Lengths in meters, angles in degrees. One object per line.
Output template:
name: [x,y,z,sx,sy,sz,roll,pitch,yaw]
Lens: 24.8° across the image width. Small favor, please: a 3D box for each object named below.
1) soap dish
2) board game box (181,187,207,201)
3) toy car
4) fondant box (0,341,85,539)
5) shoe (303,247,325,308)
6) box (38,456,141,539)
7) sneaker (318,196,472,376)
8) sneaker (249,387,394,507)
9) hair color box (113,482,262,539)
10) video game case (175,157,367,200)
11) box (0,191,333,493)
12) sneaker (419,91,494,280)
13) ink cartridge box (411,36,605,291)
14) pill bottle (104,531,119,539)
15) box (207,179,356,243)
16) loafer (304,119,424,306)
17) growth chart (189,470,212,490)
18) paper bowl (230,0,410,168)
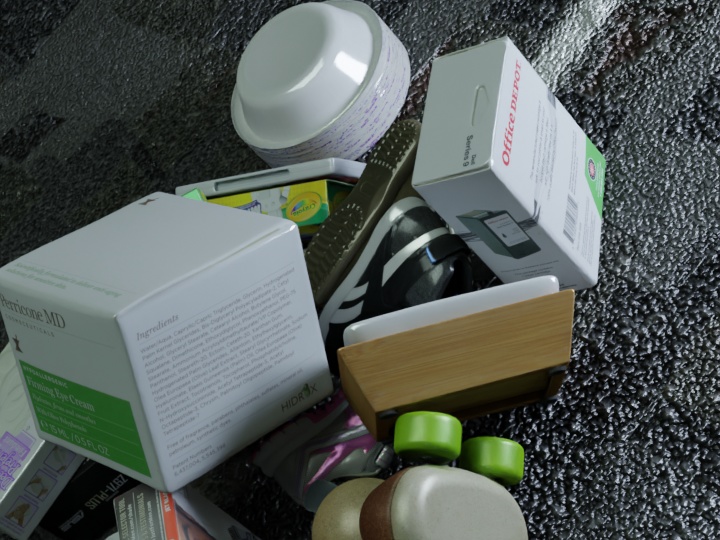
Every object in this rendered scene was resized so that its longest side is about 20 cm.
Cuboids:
soap dish: [0.083,0.079,1.382,0.199,0.157,0.082,-14,73,-4]
board game box: [-0.176,0.037,1.591,0.134,0.029,0.201,-26,70,4]
toy car: [0.024,0.224,1.369,0.199,0.157,0.165,-15,60,42]
fondant box: [-0.328,0.149,1.629,0.144,0.058,0.200,25,77,45]
shoe: [0.000,0.000,1.597,0.199,0.053,0.070,4,67,31]
box: [-0.280,0.156,1.692,0.164,0.086,0.200,-40,43,7]
sneaker: [0.033,0.044,1.493,0.112,0.073,0.200,47,125,32]
sneaker: [0.002,0.147,1.493,0.200,0.081,0.088,-34,87,-7]
hair color box: [-0.123,0.268,1.402,0.064,0.200,0.111,-31,45,16]
video game case: [-0.068,-0.085,1.675,0.199,0.143,0.018,-8,83,34]
box: [-0.168,0.054,1.405,0.200,0.172,0.199,-29,28,-36]
sneaker: [0.113,-0.084,1.584,0.073,0.080,0.201,-16,68,28]
ink cartridge box: [0.137,-0.089,1.466,0.084,0.200,0.146,-12,52,32]
pill bottle: [-0.196,0.337,1.474,0.109,0.109,0.201,-26,46,20]
box: [-0.058,-0.056,1.656,0.199,0.117,0.049,-10,81,34]
loafer: [0.017,-0.044,1.543,0.200,0.067,0.076,-55,31,8]
growth chart: [-0.124,0.156,1.497,0.200,0.018,0.145,-42,13,-12]
paper bowl: [-0.054,-0.209,1.779,0.200,0.104,0.201,-20,50,25]
